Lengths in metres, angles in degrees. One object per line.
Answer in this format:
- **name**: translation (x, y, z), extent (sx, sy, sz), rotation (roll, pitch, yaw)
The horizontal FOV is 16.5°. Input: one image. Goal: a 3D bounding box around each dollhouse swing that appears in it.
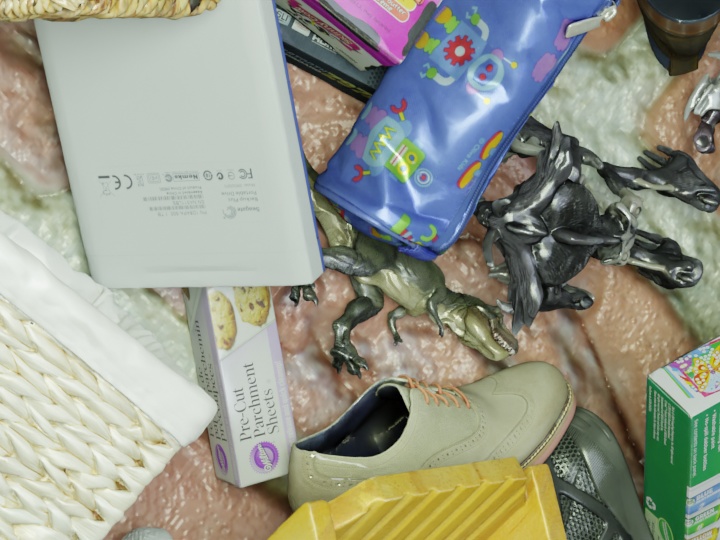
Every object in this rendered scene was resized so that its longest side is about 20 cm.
- **dollhouse swing**: translation (0.032, 0.224, 1.278), extent (0.199, 0.182, 0.176), rotation (-1, 53, -50)

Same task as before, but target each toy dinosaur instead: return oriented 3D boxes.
- **toy dinosaur**: translation (0.000, 0.000, 1.374), extent (0.200, 0.047, 0.088), rotation (45, 59, -20)

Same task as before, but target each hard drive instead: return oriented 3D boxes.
- **hard drive**: translation (-0.097, -0.089, 1.265), extent (0.025, 0.131, 0.201), rotation (-43, 128, -57)

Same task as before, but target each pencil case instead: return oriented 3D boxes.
- **pencil case**: translation (0.061, -0.098, 1.310), extent (0.200, 0.087, 0.078), rotation (-55, 149, 7)

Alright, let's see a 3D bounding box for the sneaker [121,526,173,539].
- **sneaker**: translation (-0.078, 0.230, 1.338), extent (0.114, 0.075, 0.201), rotation (-7, 101, -26)

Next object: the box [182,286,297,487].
- **box**: translation (-0.072, 0.015, 1.343), extent (0.041, 0.039, 0.201), rotation (-12, 99, -24)

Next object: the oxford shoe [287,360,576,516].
- **oxford shoe**: translation (0.043, 0.089, 1.367), extent (0.199, 0.071, 0.074), rotation (-29, 124, -35)

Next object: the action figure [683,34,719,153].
- **action figure**: translation (0.246, -0.056, 1.425), extent (0.069, 0.130, 0.201), rotation (-26, 130, -16)

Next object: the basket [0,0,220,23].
- **basket**: translation (-0.180, -0.187, 1.168), extent (0.149, 0.199, 0.144), rotation (-13, 103, -63)

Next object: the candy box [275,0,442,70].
- **candy box**: translation (0.012, -0.225, 1.299), extent (0.136, 0.061, 0.201), rotation (37, 78, -19)

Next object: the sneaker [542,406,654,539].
- **sneaker**: translation (0.123, 0.191, 1.430), extent (0.114, 0.076, 0.200), rotation (-28, 102, -19)

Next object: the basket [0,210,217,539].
- **basket**: translation (-0.205, 0.046, 1.191), extent (0.200, 0.198, 0.161), rotation (39, 88, -23)

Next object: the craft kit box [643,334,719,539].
- **craft kit box**: translation (0.253, 0.098, 1.447), extent (0.197, 0.048, 0.201), rotation (-30, 139, -23)

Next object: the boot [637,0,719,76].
- **boot**: translation (0.171, -0.211, 1.438), extent (0.074, 0.097, 0.201), rotation (-5, 68, 2)

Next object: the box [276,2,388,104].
- **box**: translation (0.010, -0.179, 1.363), extent (0.199, 0.051, 0.159), rotation (26, 81, -24)

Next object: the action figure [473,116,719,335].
- **action figure**: translation (0.112, -0.027, 1.387), extent (0.199, 0.102, 0.120), rotation (1, 100, -49)
